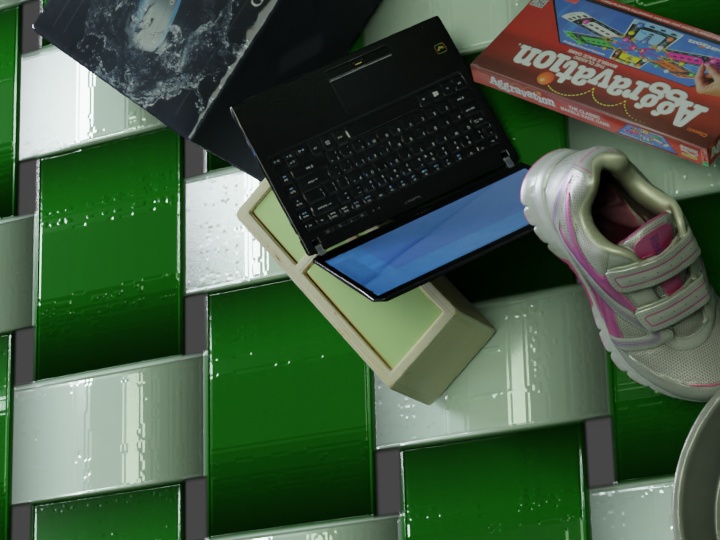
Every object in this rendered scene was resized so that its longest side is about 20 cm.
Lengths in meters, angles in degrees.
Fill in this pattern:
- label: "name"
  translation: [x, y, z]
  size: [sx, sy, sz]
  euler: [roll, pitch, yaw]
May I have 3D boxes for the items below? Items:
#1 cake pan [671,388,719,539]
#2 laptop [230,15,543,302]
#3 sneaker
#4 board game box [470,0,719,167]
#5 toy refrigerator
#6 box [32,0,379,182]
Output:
- label: "cake pan"
  translation: [0.292, 0.146, 1.406]
  size: [0.199, 0.037, 0.201]
  euler: [-13, 69, 35]
- label: "laptop"
  translation: [0.034, -0.082, 1.552]
  size: [0.177, 0.103, 0.201]
  euler: [-24, 77, -17]
- label: "sneaker"
  translation: [0.186, 0.002, 1.457]
  size: [0.081, 0.088, 0.200]
  euler: [-39, 91, -16]
- label: "board game box"
  translation: [0.185, -0.140, 1.549]
  size: [0.199, 0.019, 0.103]
  euler: [24, 58, 33]
- label: "toy refrigerator"
  translation: [0.000, 0.000, 1.616]
  size: [0.076, 0.070, 0.200]
  euler: [-48, 57, 10]
- label: "box"
  translation: [-0.113, -0.209, 1.717]
  size: [0.200, 0.117, 0.197]
  euler: [35, 95, 32]
